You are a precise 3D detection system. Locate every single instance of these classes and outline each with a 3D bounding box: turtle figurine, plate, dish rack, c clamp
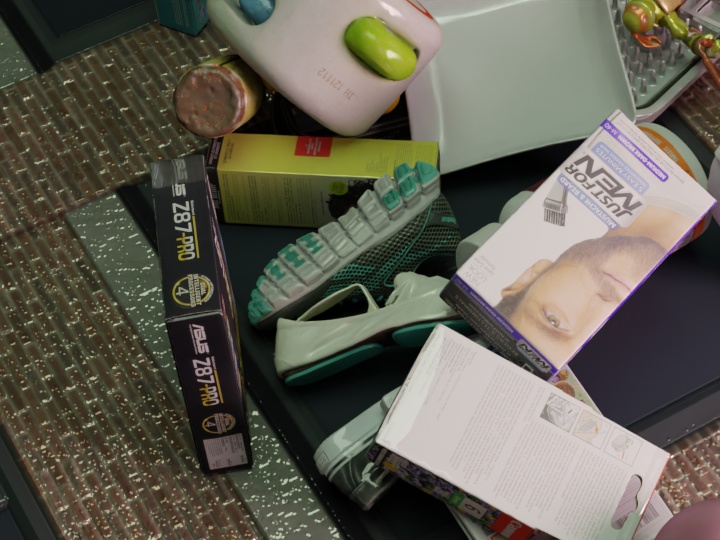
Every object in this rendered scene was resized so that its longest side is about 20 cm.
[{"bbox_3d":[0.284,-0.250,1.703,0.200,0.064,0.161,44,56,3],"label":"turtle figurine"},{"bbox_3d":[0.136,-0.183,1.693,0.199,0.032,0.201,-14,62,10],"label":"plate"},{"bbox_3d":[0.251,-0.216,1.748,0.171,0.044,0.200,33,60,26],"label":"dish rack"},{"bbox_3d":[0.003,-0.169,1.743,0.199,0.027,0.171,-20,57,-14],"label":"c clamp"}]

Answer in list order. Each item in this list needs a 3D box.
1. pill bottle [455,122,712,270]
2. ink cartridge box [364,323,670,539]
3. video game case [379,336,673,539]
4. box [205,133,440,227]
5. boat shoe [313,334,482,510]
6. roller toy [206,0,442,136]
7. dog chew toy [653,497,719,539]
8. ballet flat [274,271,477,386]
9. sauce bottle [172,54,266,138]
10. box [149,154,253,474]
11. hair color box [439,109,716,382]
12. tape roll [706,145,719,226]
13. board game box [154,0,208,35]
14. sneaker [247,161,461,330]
[{"bbox_3d":[0.184,-0.032,1.557,0.200,0.110,0.110,-30,55,-20],"label":"pill bottle"},{"bbox_3d":[0.116,0.137,1.394,0.200,0.050,0.109,29,65,2],"label":"ink cartridge box"},{"bbox_3d":[0.127,0.146,1.429,0.143,0.018,0.200,-29,75,-19],"label":"video game case"},{"bbox_3d":[-0.031,-0.076,1.634,0.199,0.075,0.050,3,50,8],"label":"box"},{"bbox_3d":[0.056,0.119,1.478,0.200,0.072,0.071,-35,78,-22],"label":"boat shoe"},{"bbox_3d":[-0.035,-0.211,1.623,0.182,0.200,0.140,42,100,1],"label":"roller toy"},{"bbox_3d":[0.252,0.262,1.307,0.124,0.125,0.201,7,59,10],"label":"dog chew toy"},{"bbox_3d":[0.020,0.036,1.511,0.199,0.070,0.070,-17,49,12],"label":"ballet flat"},{"bbox_3d":[-0.115,-0.157,1.653,0.066,0.066,0.200,4,11,8],"label":"sauce bottle"},{"bbox_3d":[-0.123,0.037,1.464,0.049,0.200,0.162,-10,49,-3],"label":"box"},{"bbox_3d":[0.169,-0.017,1.456,0.109,0.065,0.200,43,70,5],"label":"hair color box"},{"bbox_3d":[0.382,-0.078,1.521,0.202,0.203,0.071,-18,52,-11],"label":"tape roll"},{"bbox_3d":[-0.136,-0.350,1.818,0.047,0.151,0.200,20,54,20],"label":"board game box"},{"bbox_3d":[0.000,0.000,1.568,0.200,0.091,0.078,-34,26,5],"label":"sneaker"}]
